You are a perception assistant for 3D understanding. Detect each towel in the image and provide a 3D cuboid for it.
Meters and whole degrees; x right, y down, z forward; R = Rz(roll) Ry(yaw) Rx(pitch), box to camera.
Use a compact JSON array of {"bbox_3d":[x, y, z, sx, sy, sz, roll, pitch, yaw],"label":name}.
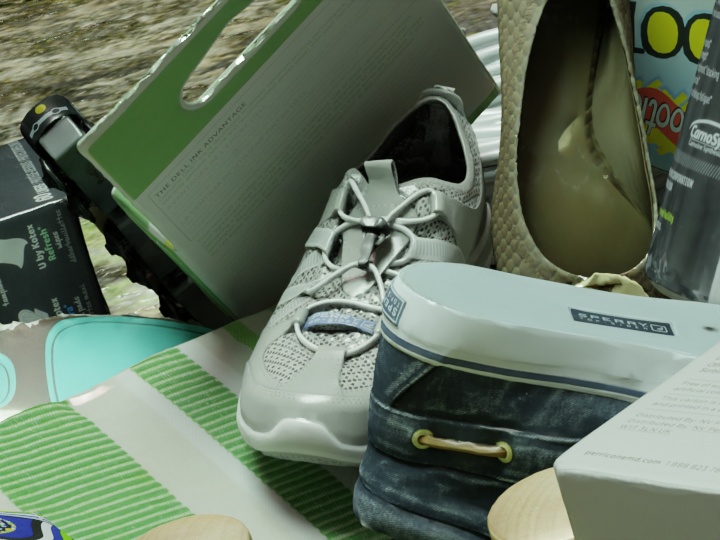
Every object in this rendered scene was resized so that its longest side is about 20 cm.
[{"bbox_3d":[-0.054,0.076,1.065,0.200,0.023,0.153,-23,37,-26],"label":"towel"}]

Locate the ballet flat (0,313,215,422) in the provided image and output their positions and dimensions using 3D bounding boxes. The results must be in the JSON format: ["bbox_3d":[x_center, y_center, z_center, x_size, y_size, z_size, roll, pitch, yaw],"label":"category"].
[{"bbox_3d":[-0.132,0.055,1.155,0.200,0.072,0.072,2,17,-7],"label":"ballet flat"}]

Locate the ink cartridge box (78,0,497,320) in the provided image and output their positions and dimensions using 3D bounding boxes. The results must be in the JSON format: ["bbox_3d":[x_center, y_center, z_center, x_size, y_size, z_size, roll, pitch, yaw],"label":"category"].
[{"bbox_3d":[-0.034,-0.068,1.118,0.146,0.200,0.048,-47,60,-4],"label":"ink cartridge box"}]

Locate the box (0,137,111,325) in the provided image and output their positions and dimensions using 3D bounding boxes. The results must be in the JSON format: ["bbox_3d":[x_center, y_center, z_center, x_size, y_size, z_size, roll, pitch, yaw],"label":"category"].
[{"bbox_3d":[-0.210,0.032,1.238,0.200,0.106,0.122,-20,19,-9],"label":"box"}]

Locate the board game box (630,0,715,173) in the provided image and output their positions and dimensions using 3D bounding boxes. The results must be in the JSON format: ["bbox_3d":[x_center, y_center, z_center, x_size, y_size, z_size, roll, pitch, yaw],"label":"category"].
[{"bbox_3d":[0.148,-0.148,1.171,0.103,0.200,0.105,21,34,17],"label":"board game box"}]

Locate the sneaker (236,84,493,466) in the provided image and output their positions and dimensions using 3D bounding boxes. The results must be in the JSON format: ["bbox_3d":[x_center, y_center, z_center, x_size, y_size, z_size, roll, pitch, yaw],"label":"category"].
[{"bbox_3d":[0.000,0.000,1.075,0.075,0.082,0.200,5,32,11],"label":"sneaker"}]

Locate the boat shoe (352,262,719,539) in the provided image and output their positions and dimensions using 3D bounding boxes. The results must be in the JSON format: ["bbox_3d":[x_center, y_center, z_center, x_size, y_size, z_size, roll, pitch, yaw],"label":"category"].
[{"bbox_3d":[0.098,0.060,0.977,0.200,0.091,0.071,12,20,-3],"label":"boat shoe"}]

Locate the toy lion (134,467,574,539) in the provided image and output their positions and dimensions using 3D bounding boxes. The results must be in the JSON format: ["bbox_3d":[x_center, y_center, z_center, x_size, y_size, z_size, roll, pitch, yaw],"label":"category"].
[{"bbox_3d":[-0.016,0.143,0.845,0.200,0.069,0.192,-10,26,17],"label":"toy lion"}]

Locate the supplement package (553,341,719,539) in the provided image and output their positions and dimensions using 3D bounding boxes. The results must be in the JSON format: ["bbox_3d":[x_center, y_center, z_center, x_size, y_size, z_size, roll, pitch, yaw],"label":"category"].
[{"bbox_3d":[0.168,0.066,0.812,0.117,0.117,0.200,4,26,46],"label":"supplement package"}]

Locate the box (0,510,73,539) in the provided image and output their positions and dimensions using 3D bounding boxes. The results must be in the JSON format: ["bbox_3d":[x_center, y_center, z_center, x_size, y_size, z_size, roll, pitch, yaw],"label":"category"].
[{"bbox_3d":[-0.187,0.112,0.916,0.200,0.070,0.064,5,8,-29],"label":"box"}]

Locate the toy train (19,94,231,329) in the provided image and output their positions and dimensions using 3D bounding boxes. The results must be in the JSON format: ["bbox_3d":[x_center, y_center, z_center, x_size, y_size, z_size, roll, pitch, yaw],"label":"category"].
[{"bbox_3d":[-0.094,-0.020,1.210,0.034,0.200,0.046,-40,61,-2],"label":"toy train"}]

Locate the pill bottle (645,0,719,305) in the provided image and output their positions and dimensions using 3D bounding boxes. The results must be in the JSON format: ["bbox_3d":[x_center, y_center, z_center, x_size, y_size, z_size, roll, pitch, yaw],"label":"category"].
[{"bbox_3d":[0.177,-0.078,1.055,0.106,0.200,0.106,13,9,-2],"label":"pill bottle"}]

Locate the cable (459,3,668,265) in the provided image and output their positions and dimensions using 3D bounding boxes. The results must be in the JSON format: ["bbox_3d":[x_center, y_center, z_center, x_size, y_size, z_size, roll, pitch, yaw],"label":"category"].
[{"bbox_3d":[0.077,-0.063,1.336,0.200,0.069,0.200,5,27,43],"label":"cable"}]

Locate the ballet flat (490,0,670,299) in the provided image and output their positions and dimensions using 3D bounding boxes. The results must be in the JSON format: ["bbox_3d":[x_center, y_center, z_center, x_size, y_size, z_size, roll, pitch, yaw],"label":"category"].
[{"bbox_3d":[0.084,-0.052,1.107,0.067,0.200,0.046,-1,-9,-11],"label":"ballet flat"}]
